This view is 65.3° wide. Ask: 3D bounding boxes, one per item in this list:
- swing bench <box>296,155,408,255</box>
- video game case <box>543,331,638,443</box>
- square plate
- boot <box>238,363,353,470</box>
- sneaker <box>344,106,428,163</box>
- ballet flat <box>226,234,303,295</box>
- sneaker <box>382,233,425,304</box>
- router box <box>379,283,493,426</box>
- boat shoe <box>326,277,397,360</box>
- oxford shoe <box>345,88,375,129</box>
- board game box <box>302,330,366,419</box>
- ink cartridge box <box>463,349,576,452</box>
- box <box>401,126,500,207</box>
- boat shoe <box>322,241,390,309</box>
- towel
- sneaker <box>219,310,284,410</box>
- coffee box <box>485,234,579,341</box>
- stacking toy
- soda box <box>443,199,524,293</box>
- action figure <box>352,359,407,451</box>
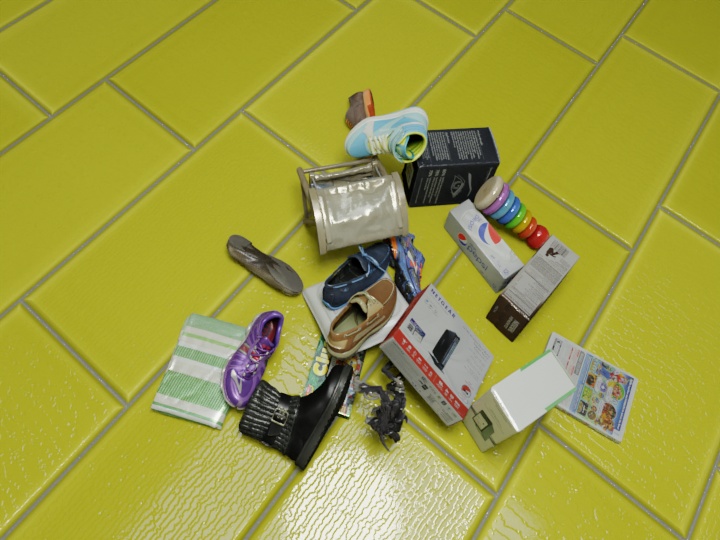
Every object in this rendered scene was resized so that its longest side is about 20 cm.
[{"bbox_3d":[-0.020,-0.146,1.195,0.192,0.134,0.201,-12,27,-13],"label":"swing bench"},{"bbox_3d":[0.459,0.236,1.155,0.195,0.018,0.145,29,63,10],"label":"video game case"},{"bbox_3d":[-0.002,0.069,1.159,0.192,0.029,0.202,-20,48,-16],"label":"square plate"},{"bbox_3d":[-0.119,0.238,1.041,0.155,0.080,0.215,30,79,10],"label":"boot"},{"bbox_3d":[0.054,-0.271,1.193,0.194,0.081,0.133,-19,39,15],"label":"sneaker"},{"bbox_3d":[-0.208,-0.005,1.204,0.196,0.047,0.068,33,32,5],"label":"ballet flat"},{"bbox_3d":[0.110,-0.005,1.217,0.075,0.076,0.206,-10,65,-14],"label":"sneaker"},{"bbox_3d":[0.151,0.157,1.083,0.201,0.049,0.180,48,45,-4],"label":"router box"},{"bbox_3d":[0.007,0.081,1.074,0.074,0.075,0.201,24,52,24],"label":"boat shoe"},{"bbox_3d":[0.000,-0.361,1.403,0.070,0.072,0.206,-8,57,12],"label":"oxford shoe"},{"bbox_3d":[-0.044,0.183,1.131,0.101,0.024,0.206,13,62,4],"label":"board game box"},{"bbox_3d":[0.282,0.243,1.031,0.143,0.202,0.085,-27,69,-18],"label":"ink cartridge box"},{"bbox_3d":[0.205,-0.238,1.304,0.192,0.150,0.108,-5,61,-9],"label":"box"},{"bbox_3d":[0.000,0.000,1.156,0.082,0.070,0.200,24,51,24],"label":"boat shoe"},{"bbox_3d":[-0.304,0.193,1.101,0.147,0.024,0.206,15,60,1],"label":"towel"},{"bbox_3d":[-0.204,0.162,1.078,0.079,0.083,0.206,31,60,-22],"label":"sneaker"},{"bbox_3d":[0.364,0.038,1.195,0.079,0.114,0.199,40,66,16],"label":"coffee box"},{"bbox_3d":[0.351,-0.119,1.271,0.198,0.085,0.087,39,61,-14],"label":"stacking toy"},{"bbox_3d":[0.273,-0.057,1.261,0.062,0.069,0.202,-28,68,-19],"label":"soda box"},{"bbox_3d":[0.046,0.239,1.055,0.099,0.121,0.203,-6,36,27],"label":"action figure"}]
